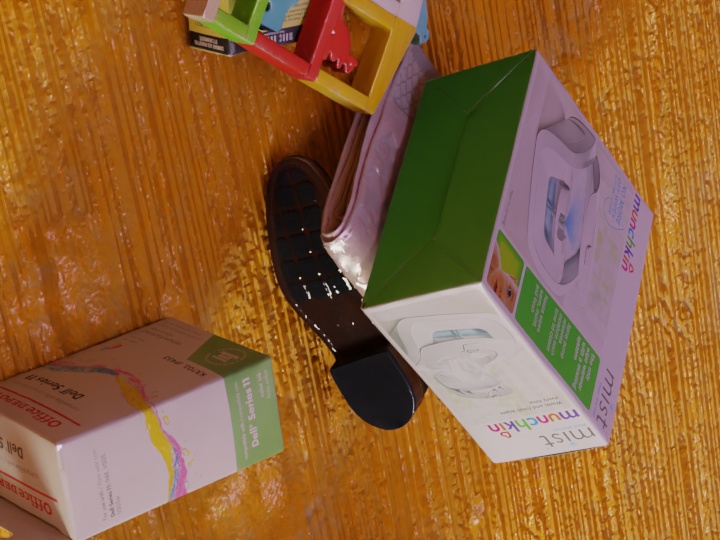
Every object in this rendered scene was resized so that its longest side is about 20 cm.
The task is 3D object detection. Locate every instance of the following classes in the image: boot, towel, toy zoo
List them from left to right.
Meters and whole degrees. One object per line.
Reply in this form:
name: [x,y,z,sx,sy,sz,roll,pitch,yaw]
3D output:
toy zoo: [-0.018,-0.183,1.328,0.199,0.020,0.132,26,81,-47]
boot: [0.000,0.000,1.446,0.097,0.074,0.201,-47,121,-54]
towel: [0.051,-0.031,1.436,0.200,0.032,0.192,50,44,-38]

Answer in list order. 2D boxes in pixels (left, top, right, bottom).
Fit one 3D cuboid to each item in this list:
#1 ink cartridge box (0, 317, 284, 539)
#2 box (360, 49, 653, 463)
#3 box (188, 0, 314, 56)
ink cartridge box: [-0.160,0.100,1.283,0.199,0.117,0.068,-22,115,-35]
box: [0.101,-0.006,1.391,0.177,0.096,0.201,49,42,-35]
box: [-0.072,-0.239,1.310,0.075,0.050,0.202,-17,113,-37]
